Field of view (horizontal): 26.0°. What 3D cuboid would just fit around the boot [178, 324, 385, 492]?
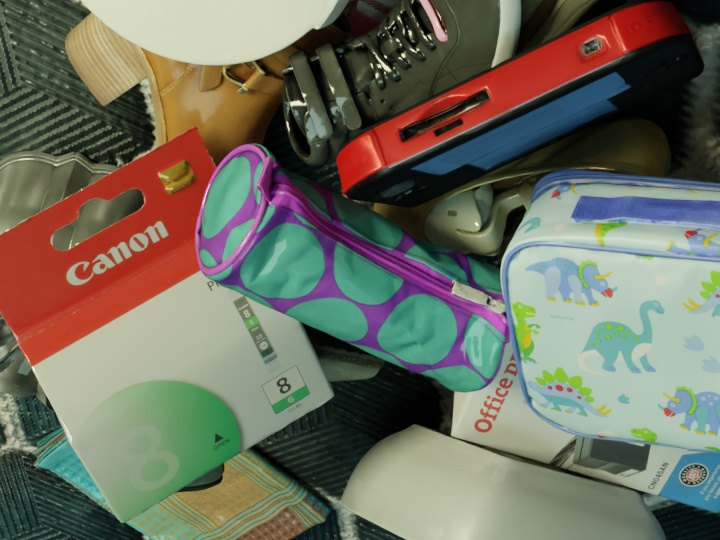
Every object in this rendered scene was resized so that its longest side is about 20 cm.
[{"bbox_3d":[-0.087,0.088,1.065,0.198,0.068,0.132,5,116,-29],"label":"boot"}]

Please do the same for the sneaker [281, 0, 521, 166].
[{"bbox_3d":[0.015,-0.113,0.849,0.098,0.071,0.200,-12,160,-24],"label":"sneaker"}]

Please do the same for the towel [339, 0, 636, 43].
[{"bbox_3d":[0.091,-0.174,0.893,0.145,0.030,0.200,26,132,-14],"label":"towel"}]

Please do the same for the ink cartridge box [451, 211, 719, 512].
[{"bbox_3d":[0.174,0.064,1.043,0.198,0.085,0.145,16,130,-4],"label":"ink cartridge box"}]

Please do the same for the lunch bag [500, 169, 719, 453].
[{"bbox_3d":[0.184,0.023,0.881,0.198,0.083,0.162,5,133,25],"label":"lunch bag"}]

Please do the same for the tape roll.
[{"bbox_3d":[-0.083,-0.210,0.832,0.200,0.037,0.205,8,115,16],"label":"tape roll"}]

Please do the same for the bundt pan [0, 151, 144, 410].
[{"bbox_3d":[-0.205,0.020,1.073,0.199,0.076,0.203,4,130,5],"label":"bundt pan"}]

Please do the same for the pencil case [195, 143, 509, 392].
[{"bbox_3d":[0.000,0.000,0.925,0.199,0.086,0.092,25,151,-27],"label":"pencil case"}]

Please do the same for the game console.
[{"bbox_3d":[0.093,-0.084,0.865,0.198,0.177,0.031,-24,80,14],"label":"game console"}]

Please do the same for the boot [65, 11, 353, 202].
[{"bbox_3d":[-0.064,-0.108,0.943,0.154,0.074,0.200,-27,123,25],"label":"boot"}]

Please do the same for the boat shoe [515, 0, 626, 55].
[{"bbox_3d":[0.106,-0.163,0.840,0.074,0.075,0.200,54,140,6],"label":"boat shoe"}]

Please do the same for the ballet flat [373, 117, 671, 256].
[{"bbox_3d":[0.096,-0.044,0.974,0.198,0.064,0.069,-17,137,22],"label":"ballet flat"}]

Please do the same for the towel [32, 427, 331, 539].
[{"bbox_3d":[-0.141,0.168,1.225,0.200,0.022,0.146,39,126,-23],"label":"towel"}]

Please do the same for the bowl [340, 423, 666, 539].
[{"bbox_3d":[0.104,0.165,1.087,0.198,0.075,0.199,17,177,-28],"label":"bowl"}]

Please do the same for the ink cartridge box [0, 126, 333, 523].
[{"bbox_3d":[-0.122,0.037,0.950,0.160,0.050,0.201,-30,127,-8],"label":"ink cartridge box"}]
